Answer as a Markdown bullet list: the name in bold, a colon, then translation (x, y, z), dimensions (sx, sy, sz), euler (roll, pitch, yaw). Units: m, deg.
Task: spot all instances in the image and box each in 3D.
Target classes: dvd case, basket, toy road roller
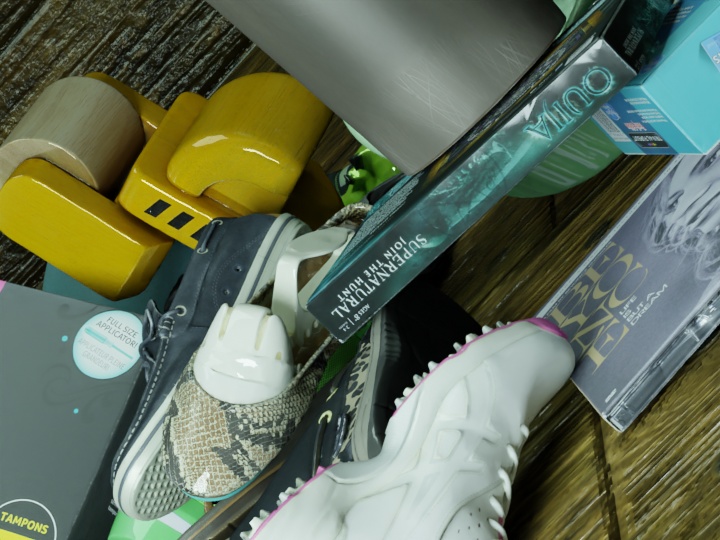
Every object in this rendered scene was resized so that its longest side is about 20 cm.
- **dvd case**: translation (0.141, -0.009, 1.106), dimensions (0.149, 0.016, 0.200), euler (-49, 10, 4)
- **basket**: translation (-0.006, -0.156, 1.224), dimensions (0.136, 0.200, 0.180), euler (-42, 8, 24)
- **toy road roller**: translation (-0.101, -0.060, 1.442), dimensions (0.146, 0.200, 0.123), euler (-58, 4, 37)

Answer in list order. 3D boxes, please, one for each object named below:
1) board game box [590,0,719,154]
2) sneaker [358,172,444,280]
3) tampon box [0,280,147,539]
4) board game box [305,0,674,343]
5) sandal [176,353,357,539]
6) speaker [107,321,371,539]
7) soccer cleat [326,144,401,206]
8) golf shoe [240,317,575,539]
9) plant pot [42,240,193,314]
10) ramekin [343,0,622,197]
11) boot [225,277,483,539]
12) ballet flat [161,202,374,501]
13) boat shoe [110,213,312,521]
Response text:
- **board game box**: translation (0.200, -0.140, 1.192), dimensions (0.200, 0.047, 0.151), euler (-45, 8, -3)
- **sneaker**: translation (0.000, 0.000, 1.494), dimensions (0.200, 0.071, 0.083), euler (-55, 1, -40)
- **tampon box**: translation (-0.187, 0.124, 1.403), dimensions (0.200, 0.150, 0.126), euler (-68, -27, -20)
- **board game box**: translation (0.065, -0.059, 1.190), dimensions (0.200, 0.028, 0.135), euler (-42, 6, 27)
- **sandal**: translation (-0.040, 0.094, 1.284), dimensions (0.200, 0.055, 0.082), euler (-49, -26, -22)
- **speaker**: translation (-0.052, 0.090, 1.364), dimensions (0.200, 0.088, 0.088), euler (-54, 11, -23)
- **soccer cleat**: translation (0.016, -0.051, 1.672), dimensions (0.081, 0.068, 0.200), euler (-24, -6, -20)
- **golf shoe**: translation (0.034, 0.099, 1.035), dimensions (0.200, 0.091, 0.075), euler (-41, -24, -28)
- **plant pot**: translation (-0.122, 0.032, 1.604), dimensions (0.200, 0.200, 0.188), euler (-28, 37, 63)
- **ramekin**: translation (0.086, -0.137, 1.367), dimensions (0.200, 0.098, 0.200), euler (-24, 54, 39)
- **boot**: translation (-0.008, 0.096, 1.207), dimensions (0.154, 0.073, 0.204), euler (-48, 9, 23)
- **ballet flat**: translation (-0.041, 0.028, 1.246), dimensions (0.200, 0.068, 0.075), euler (-51, -25, -45)
- **boat shoe**: translation (-0.087, 0.047, 1.306), dimensions (0.075, 0.062, 0.200), euler (79, -149, -50)
